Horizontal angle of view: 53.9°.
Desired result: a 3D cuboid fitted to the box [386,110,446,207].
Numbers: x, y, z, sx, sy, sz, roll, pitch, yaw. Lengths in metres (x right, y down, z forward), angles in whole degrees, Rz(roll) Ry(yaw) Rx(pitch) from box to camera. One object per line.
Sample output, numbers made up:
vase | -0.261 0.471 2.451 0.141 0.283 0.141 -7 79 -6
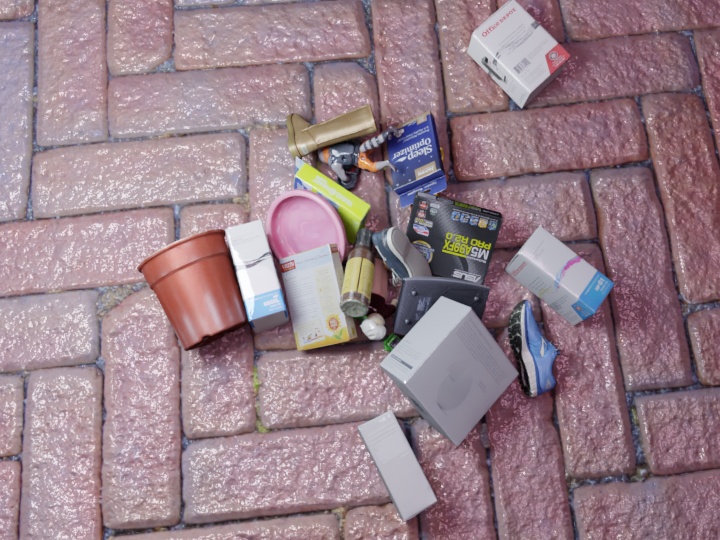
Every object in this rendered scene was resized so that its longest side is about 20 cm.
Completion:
box | 0.123 -0.251 1.588 0.119 0.032 0.204 -21 59 24

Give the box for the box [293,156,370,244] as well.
box | -0.076 -0.153 1.560 0.198 0.122 0.048 34 66 7

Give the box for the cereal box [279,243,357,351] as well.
cereal box | -0.091 0.058 1.498 0.141 0.039 0.205 -13 87 33

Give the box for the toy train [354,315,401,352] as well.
toy train | 0.032 0.120 1.532 0.200 0.056 0.042 44 79 8

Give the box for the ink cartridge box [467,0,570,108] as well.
ink cartridge box | 0.373 -0.516 1.685 0.146 0.083 0.201 -40 81 -11

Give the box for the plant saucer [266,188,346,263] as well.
plant saucer | -0.111 -0.081 1.533 0.199 0.202 0.051 39 36 8

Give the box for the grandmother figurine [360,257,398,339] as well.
grandmother figurine | 0.028 0.060 1.500 0.118 0.061 0.203 9 48 -9

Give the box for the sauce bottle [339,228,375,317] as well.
sauce bottle | 0.000 0.000 1.473 0.063 0.065 0.203 11 51 1

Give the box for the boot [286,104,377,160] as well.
boot | -0.064 -0.325 1.585 0.196 0.067 0.177 -19 41 8

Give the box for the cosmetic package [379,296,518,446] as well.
cosmetic package | 0.181 0.201 1.441 0.200 0.122 0.200 -44 114 -11

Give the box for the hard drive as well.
hard drive | 0.168 0.077 1.506 0.195 0.042 0.138 5 111 -17

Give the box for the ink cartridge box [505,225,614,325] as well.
ink cartridge box | 0.423 0.013 1.524 0.199 0.145 0.085 38 78 7

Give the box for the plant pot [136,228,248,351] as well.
plant pot | -0.336 0.048 1.480 0.197 0.201 0.199 -24 86 -7

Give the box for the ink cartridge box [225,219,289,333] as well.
ink cartridge box | -0.217 0.014 1.505 0.082 0.145 0.205 -16 77 -7

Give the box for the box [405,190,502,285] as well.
box | 0.195 -0.069 1.547 0.195 0.044 0.164 15 111 2

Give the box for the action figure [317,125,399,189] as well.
action figure | -0.011 -0.289 1.601 0.189 0.105 0.205 -6 70 18

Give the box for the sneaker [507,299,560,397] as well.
sneaker | 0.377 0.164 1.529 0.087 0.079 0.205 -9 84 -11

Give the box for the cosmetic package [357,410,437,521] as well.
cosmetic package | 0.073 0.395 1.440 0.089 0.107 0.203 -23 76 -8

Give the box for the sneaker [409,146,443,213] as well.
sneaker | 0.150 -0.185 1.601 0.071 0.077 0.206 4 77 -2

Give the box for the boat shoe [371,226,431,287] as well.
boat shoe | 0.091 -0.012 1.512 0.061 0.200 0.076 -6 50 37
